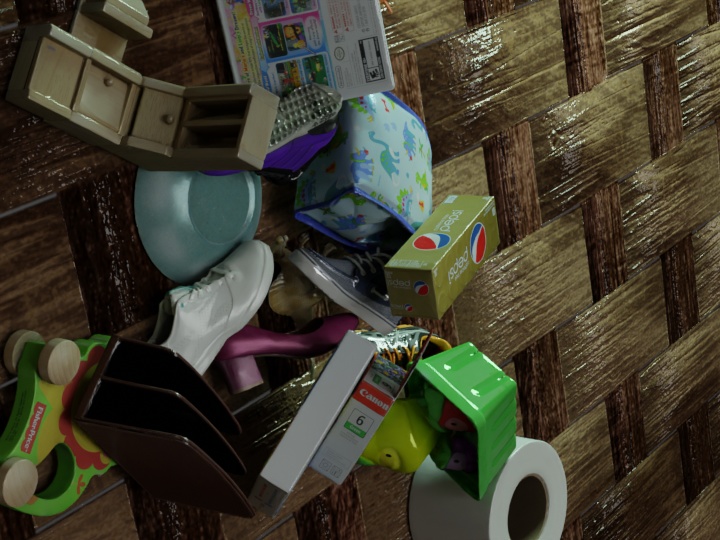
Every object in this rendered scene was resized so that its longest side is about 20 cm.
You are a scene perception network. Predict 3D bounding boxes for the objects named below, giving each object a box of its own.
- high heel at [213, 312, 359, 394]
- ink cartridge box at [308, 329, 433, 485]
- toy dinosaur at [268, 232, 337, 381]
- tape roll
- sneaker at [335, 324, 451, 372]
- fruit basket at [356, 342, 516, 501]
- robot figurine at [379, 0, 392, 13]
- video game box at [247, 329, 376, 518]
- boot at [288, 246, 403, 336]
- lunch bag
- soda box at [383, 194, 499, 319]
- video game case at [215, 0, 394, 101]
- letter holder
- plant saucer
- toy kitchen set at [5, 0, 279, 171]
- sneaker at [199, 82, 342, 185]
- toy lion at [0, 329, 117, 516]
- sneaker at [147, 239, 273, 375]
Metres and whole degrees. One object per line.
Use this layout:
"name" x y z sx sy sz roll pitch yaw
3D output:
"high heel" -0.090 0.064 1.691 0.200 0.067 0.096 -26 99 -36
"ink cartridge box" 0.014 0.155 1.760 0.200 0.050 0.109 -60 178 17
"toy dinosaur" -0.068 0.027 1.762 0.101 0.058 0.200 -31 124 -26
"tape roll" 0.180 0.328 2.021 0.202 0.139 0.203 -9 102 -50
"sneaker" 0.039 0.113 1.872 0.200 0.077 0.078 -19 111 -46
"fruit basket" 0.093 0.211 1.863 0.215 0.155 0.216 -31 145 -25
"robot figurine" -0.019 -0.388 1.710 0.200 0.144 0.117 39 81 -46
"video game box" -0.059 0.182 1.684 0.200 0.047 0.182 -58 175 -21
"boot" 0.000 0.000 1.716 0.090 0.073 0.200 -50 140 3
"lunch bag" 0.019 -0.115 1.757 0.200 0.127 0.170 25 57 -41
"soda box" 0.100 -0.018 1.719 0.200 0.064 0.068 -47 134 -50
"video game case" -0.067 -0.285 1.640 0.024 0.182 0.200 -105 -177 -70
"letter holder" -0.180 0.168 1.504 0.101 0.142 0.200 -69 153 -25
"plant saucer" -0.168 -0.081 1.622 0.201 0.039 0.202 -9 102 -51
"toy kitchen set" -0.208 -0.211 1.446 0.200 0.180 0.164 26 73 -47
"sneaker" -0.102 -0.130 1.615 0.200 0.070 0.100 -26 143 -32
"toy lion" -0.298 0.157 1.480 0.192 0.069 0.200 39 65 -54
"sneaker" -0.175 0.036 1.587 0.088 0.075 0.200 45 72 -35
